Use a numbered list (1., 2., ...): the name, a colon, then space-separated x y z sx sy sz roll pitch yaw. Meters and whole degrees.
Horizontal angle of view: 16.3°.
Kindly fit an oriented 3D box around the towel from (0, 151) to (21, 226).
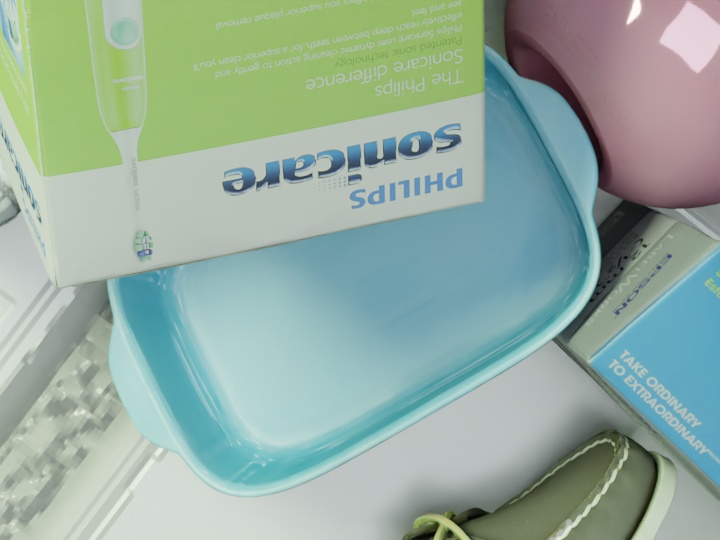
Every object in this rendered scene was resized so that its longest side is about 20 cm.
1. towel: -0.154 -0.120 0.881 0.166 0.086 0.200 -41 102 -5

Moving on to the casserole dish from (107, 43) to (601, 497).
1. casserole dish: 0.000 0.000 0.907 0.200 0.039 0.121 -31 78 16

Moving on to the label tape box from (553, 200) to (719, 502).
1. label tape box: 0.141 0.053 0.876 0.143 0.200 0.066 44 93 -9

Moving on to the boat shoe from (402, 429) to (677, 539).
1. boat shoe: 0.032 0.129 0.940 0.202 0.072 0.060 -44 103 4

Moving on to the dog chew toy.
1. dog chew toy: 0.152 -0.109 0.904 0.200 0.125 0.125 -32 99 -11

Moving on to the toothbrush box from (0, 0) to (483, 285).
1. toothbrush box: -0.043 -0.111 0.778 0.145 0.086 0.200 -12 123 -14
